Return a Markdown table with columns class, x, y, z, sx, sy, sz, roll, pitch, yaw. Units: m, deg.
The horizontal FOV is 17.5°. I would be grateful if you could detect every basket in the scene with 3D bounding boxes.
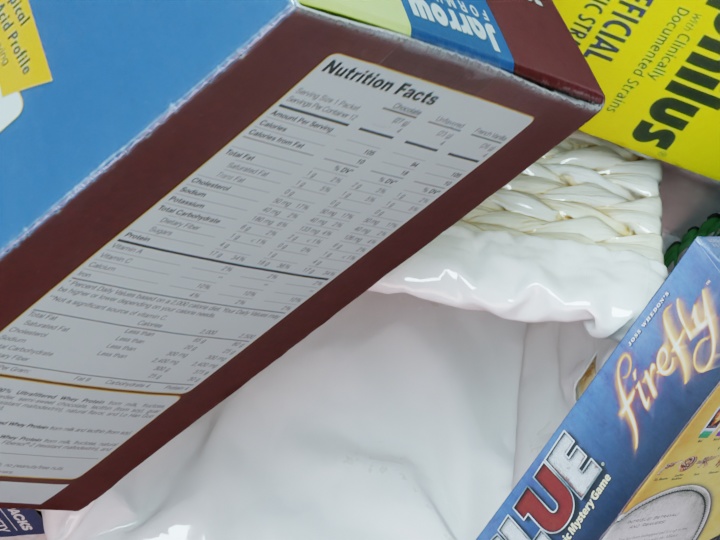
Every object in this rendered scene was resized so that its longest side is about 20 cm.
| class | x | y | z | sx | sy | sz | roll | pitch | yaw |
| --- | --- | --- | --- | --- | --- | --- | --- | --- | --- |
| basket | 0.000 | 0.000 | 0.800 | 0.199 | 0.161 | 0.199 | 10 | 142 | 2 |

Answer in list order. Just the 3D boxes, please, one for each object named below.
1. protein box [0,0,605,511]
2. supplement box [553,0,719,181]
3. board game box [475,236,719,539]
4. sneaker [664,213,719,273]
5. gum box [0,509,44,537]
| class | x | y | z | sx | sy | sz | roll | pitch | yaw |
| --- | --- | --- | --- | --- | --- | --- | --- | --- | --- |
| protein box | -0.084 | -0.074 | 0.602 | 0.200 | 0.199 | 0.135 | -37 | 155 | 25 |
| supplement box | 0.115 | -0.102 | 0.687 | 0.199 | 0.110 | 0.109 | 19 | 141 | -11 |
| board game box | 0.136 | 0.049 | 0.741 | 0.199 | 0.035 | 0.136 | -1 | 132 | -48 |
| sneaker | 0.150 | 0.015 | 0.845 | 0.078 | 0.086 | 0.200 | 12 | 143 | -2 |
| gum box | -0.253 | 0.060 | 1.028 | 0.199 | 0.045 | 0.170 | -6 | 139 | 21 |
